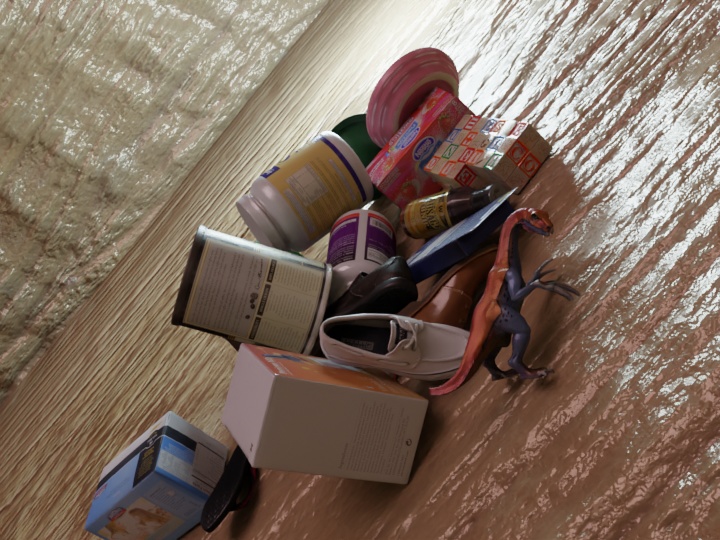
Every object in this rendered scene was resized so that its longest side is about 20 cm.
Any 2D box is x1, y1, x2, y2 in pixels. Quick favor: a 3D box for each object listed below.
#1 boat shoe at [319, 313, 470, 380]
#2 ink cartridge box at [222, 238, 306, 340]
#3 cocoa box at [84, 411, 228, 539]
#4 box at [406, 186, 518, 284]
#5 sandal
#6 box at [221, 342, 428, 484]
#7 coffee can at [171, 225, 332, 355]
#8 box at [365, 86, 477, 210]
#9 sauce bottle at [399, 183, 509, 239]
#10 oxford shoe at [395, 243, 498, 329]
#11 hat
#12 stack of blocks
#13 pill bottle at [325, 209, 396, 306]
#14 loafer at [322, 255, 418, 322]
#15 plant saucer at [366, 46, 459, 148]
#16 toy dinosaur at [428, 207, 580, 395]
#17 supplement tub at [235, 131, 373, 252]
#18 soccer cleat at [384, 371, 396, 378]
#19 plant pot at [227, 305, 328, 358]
[{"bbox_3d":[0.047,0.090,0.972,0.199,0.065,0.074,-1,65,6],"label":"boat shoe"},{"bbox_3d":[-0.170,0.051,1.440,0.200,0.146,0.084,-54,24,-7],"label":"ink cartridge box"},{"bbox_3d":[-0.336,0.360,1.321,0.200,0.133,0.132,-40,27,24],"label":"cocoa box"},{"bbox_3d":[0.131,-0.039,1.089,0.121,0.032,0.200,-40,4,-36],"label":"box"},{"bbox_3d":[-0.186,0.328,1.226,0.075,0.045,0.200,-34,15,24],"label":"sandal"},{"bbox_3d":[-0.046,0.171,0.962,0.152,0.199,0.107,23,98,65],"label":"box"},{"bbox_3d":[-0.155,0.033,1.147,0.146,0.199,0.147,-164,90,-81],"label":"coffee can"},{"bbox_3d":[0.110,-0.201,1.354,0.200,0.095,0.100,-49,25,7],"label":"box"},{"bbox_3d":[0.139,-0.092,1.189,0.200,0.066,0.066,-16,42,55],"label":"sauce bottle"},{"bbox_3d":[0.122,0.046,1.048,0.200,0.071,0.071,-43,-20,-6],"label":"oxford shoe"},{"bbox_3d":[0.027,-0.158,1.445,0.176,0.165,0.201,-127,31,-46],"label":"hat"},{"bbox_3d":[0.189,-0.169,1.215,0.115,0.059,0.200,-53,24,-2],"label":"stack of blocks"},{"bbox_3d":[0.000,0.000,1.250,0.112,0.112,0.201,-38,27,29],"label":"pill bottle"},{"bbox_3d":[0.012,0.042,1.115,0.200,0.073,0.072,-32,40,43],"label":"loafer"},{"bbox_3d":[0.103,-0.292,1.410,0.201,0.200,0.051,-49,56,6],"label":"plant saucer"},{"bbox_3d":[0.163,0.027,0.872,0.105,0.199,0.183,164,95,-67],"label":"toy dinosaur"},{"bbox_3d":[-0.094,-0.122,1.337,0.200,0.146,0.145,-37,21,-12],"label":"supplement tub"},{"bbox_3d":[-0.014,0.158,1.098,0.200,0.077,0.069,-55,24,-7],"label":"soccer cleat"},{"bbox_3d":[-0.138,0.089,1.299,0.200,0.174,0.201,-39,28,25],"label":"plant pot"}]
